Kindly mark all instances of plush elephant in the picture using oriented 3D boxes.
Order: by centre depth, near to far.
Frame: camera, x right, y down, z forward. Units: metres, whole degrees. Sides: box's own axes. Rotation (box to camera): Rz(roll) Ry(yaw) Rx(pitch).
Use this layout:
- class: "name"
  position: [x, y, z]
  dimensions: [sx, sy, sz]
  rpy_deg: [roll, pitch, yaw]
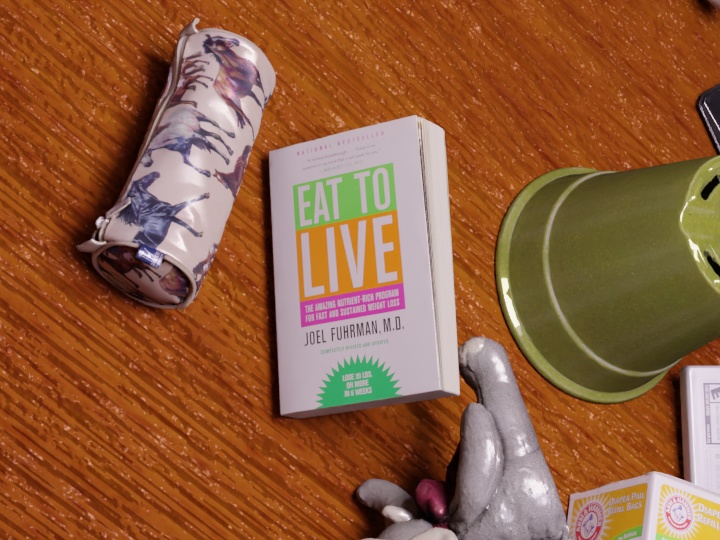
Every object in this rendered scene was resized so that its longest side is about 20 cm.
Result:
- class: "plush elephant"
  position: [0.066, 0.183, 1.423]
  dimensions: [0.155, 0.165, 0.200]
  rpy_deg: [-19, 49, -1]

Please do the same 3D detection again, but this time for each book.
- class: "book"
  position: [0.000, 0.000, 1.432]
  dimensions: [0.048, 0.133, 0.200]
  rpy_deg: [21, 62, -60]

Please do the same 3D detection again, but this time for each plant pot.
- class: "plant pot"
  position: [0.242, -0.010, 1.551]
  dimensions: [0.200, 0.190, 0.201]
  rpy_deg: [10, 71, -31]

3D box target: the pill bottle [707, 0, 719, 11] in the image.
- class: "pill bottle"
  position: [0.283, -0.319, 1.704]
  dimensions: [0.200, 0.120, 0.120]
  rpy_deg: [40, 59, -18]

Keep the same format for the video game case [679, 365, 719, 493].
- class: "video game case"
  position: [0.356, 0.179, 1.632]
  dimensions: [0.182, 0.023, 0.200]
  rpy_deg: [1, 81, -12]

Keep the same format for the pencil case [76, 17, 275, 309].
- class: "pencil case"
  position: [-0.126, -0.077, 1.399]
  dimensions: [0.089, 0.078, 0.200]
  rpy_deg: [38, 59, -36]

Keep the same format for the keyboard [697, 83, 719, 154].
- class: "keyboard"
  position: [0.395, -0.133, 1.787]
  dimensions: [0.200, 0.021, 0.127]
  rpy_deg: [-26, 86, -34]

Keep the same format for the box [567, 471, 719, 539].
- class: "box"
  position: [0.219, 0.269, 1.507]
  dimensions: [0.101, 0.112, 0.200]
  rpy_deg: [21, 66, -25]
